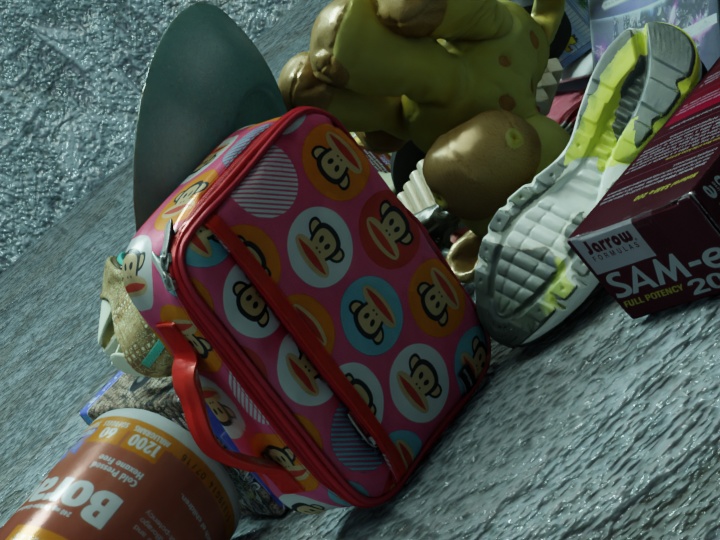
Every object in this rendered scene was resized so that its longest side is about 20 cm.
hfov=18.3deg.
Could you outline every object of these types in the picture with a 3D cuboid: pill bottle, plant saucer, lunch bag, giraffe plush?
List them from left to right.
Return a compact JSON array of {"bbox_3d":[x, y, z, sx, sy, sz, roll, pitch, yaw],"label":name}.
[{"bbox_3d":[-0.165,0.183,1.302,0.112,0.112,0.200,-27,19,48],"label":"pill bottle"},{"bbox_3d":[-0.075,-0.055,1.305,0.038,0.202,0.201,3,31,19],"label":"plant saucer"},{"bbox_3d":[-0.035,0.030,1.218,0.082,0.200,0.176,-13,30,52],"label":"lunch bag"},{"bbox_3d":[0.069,-0.085,1.373,0.199,0.163,0.173,-4,-29,-35],"label":"giraffe plush"}]

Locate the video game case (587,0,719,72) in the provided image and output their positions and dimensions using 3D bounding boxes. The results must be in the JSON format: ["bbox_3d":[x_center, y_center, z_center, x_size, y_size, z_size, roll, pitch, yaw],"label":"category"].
[{"bbox_3d":[0.179,-0.167,1.341,0.019,0.201,0.143,-2,-6,-25],"label":"video game case"}]

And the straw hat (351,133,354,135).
[{"bbox_3d":[-0.050,-0.029,1.749,0.201,0.085,0.201,-39,18,15],"label":"straw hat"}]

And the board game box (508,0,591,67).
[{"bbox_3d":[0.191,-0.226,1.576,0.200,0.062,0.200,-48,13,-20],"label":"board game box"}]

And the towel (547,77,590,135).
[{"bbox_3d":[0.179,-0.150,1.613,0.200,0.023,0.144,-44,12,-9],"label":"towel"}]

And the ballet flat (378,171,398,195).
[{"bbox_3d":[-0.027,-0.008,1.634,0.200,0.070,0.069,-41,11,-28],"label":"ballet flat"}]

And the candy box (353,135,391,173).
[{"bbox_3d":[0.049,-0.127,1.855,0.200,0.056,0.117,-30,18,48],"label":"candy box"}]

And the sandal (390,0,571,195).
[{"bbox_3d":[0.083,-0.105,1.565,0.200,0.075,0.045,-56,35,36],"label":"sandal"}]

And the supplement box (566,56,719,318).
[{"bbox_3d":[0.206,-0.069,1.155,0.200,0.061,0.109,-47,13,-29],"label":"supplement box"}]

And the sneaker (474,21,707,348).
[{"bbox_3d":[0.142,-0.038,1.254,0.074,0.085,0.200,37,97,35],"label":"sneaker"}]

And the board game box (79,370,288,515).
[{"bbox_3d":[-0.067,0.068,1.435,0.159,0.097,0.200,-46,13,-22],"label":"board game box"}]

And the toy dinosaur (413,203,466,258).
[{"bbox_3d":[0.000,0.000,1.489,0.077,0.102,0.200,-37,-6,-30],"label":"toy dinosaur"}]

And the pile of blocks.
[{"bbox_3d":[0.080,-0.056,1.527,0.200,0.082,0.062,-50,50,34],"label":"pile of blocks"}]

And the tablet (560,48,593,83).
[{"bbox_3d":[0.197,-0.182,1.584,0.130,0.014,0.200,-45,11,-12],"label":"tablet"}]

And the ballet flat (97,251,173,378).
[{"bbox_3d":[-0.140,0.031,1.412,0.065,0.070,0.200,-56,10,-2],"label":"ballet flat"}]
